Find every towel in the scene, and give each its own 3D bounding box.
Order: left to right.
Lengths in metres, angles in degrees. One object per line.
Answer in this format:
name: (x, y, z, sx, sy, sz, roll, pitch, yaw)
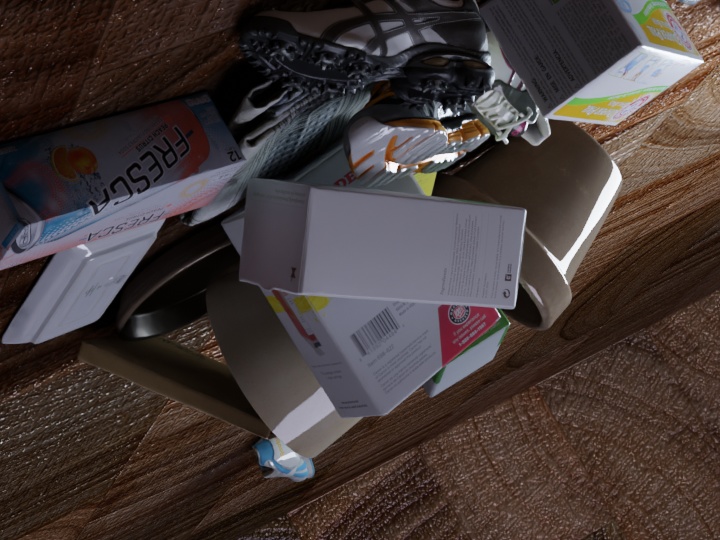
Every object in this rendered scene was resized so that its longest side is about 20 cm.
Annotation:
towel: (-0.041, -0.118, 1.427, 0.192, 0.035, 0.200, -32, 170, -30)

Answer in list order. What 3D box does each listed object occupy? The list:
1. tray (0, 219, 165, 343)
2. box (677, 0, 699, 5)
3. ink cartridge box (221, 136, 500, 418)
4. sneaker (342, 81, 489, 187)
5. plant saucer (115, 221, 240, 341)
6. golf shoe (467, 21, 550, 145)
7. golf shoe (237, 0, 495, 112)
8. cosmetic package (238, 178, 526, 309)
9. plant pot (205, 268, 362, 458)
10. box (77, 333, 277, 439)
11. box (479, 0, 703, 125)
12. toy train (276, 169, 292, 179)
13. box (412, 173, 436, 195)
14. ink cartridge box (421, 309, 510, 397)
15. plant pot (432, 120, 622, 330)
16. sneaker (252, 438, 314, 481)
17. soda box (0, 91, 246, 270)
tray: (-0.231, 0.010, 1.554, 0.107, 0.022, 0.200, -23, 165, -36)
box: (0.311, -0.302, 1.572, 0.160, 0.044, 0.200, -37, 167, 22)
ink cartridge box: (0.000, 0.000, 1.525, 0.145, 0.201, 0.083, -36, -169, -25)
sneaker: (0.031, -0.117, 1.416, 0.078, 0.078, 0.200, -31, 173, 21)
plant saucer: (-0.145, 0.002, 1.713, 0.199, 0.030, 0.200, -29, 167, -7)
golf shoe: (0.116, -0.159, 1.572, 0.077, 0.089, 0.200, -34, 166, 22)
golf shoe: (0.003, -0.173, 1.304, 0.198, 0.096, 0.078, 7, 165, -31)
cosmetic package: (0.017, -0.019, 1.416, 0.198, 0.086, 0.107, 5, -176, -33)
plant pot: (-0.008, 0.039, 1.667, 0.199, 0.188, 0.187, -32, 168, 12)
box: (-0.151, 0.106, 1.728, 0.163, 0.198, 0.021, -9, 122, -76)
box: (0.200, -0.198, 1.555, 0.101, 0.113, 0.200, -35, 168, 22)
toy train: (-0.059, -0.069, 1.636, 0.045, 0.034, 0.200, -23, 169, 14)
box: (0.029, -0.091, 1.662, 0.050, 0.076, 0.200, -26, 168, -9)
ink cartridge box: (0.054, 0.009, 1.815, 0.084, 0.201, 0.145, -31, 168, -11)
plant pot: (0.177, -0.067, 1.909, 0.175, 0.200, 0.200, -47, 170, -9)
sneaker: (-0.118, 0.279, 2.772, 0.080, 0.077, 0.200, -21, 161, -4)
soda box: (-0.181, -0.065, 1.290, 0.199, 0.064, 0.068, -21, 165, -41)
